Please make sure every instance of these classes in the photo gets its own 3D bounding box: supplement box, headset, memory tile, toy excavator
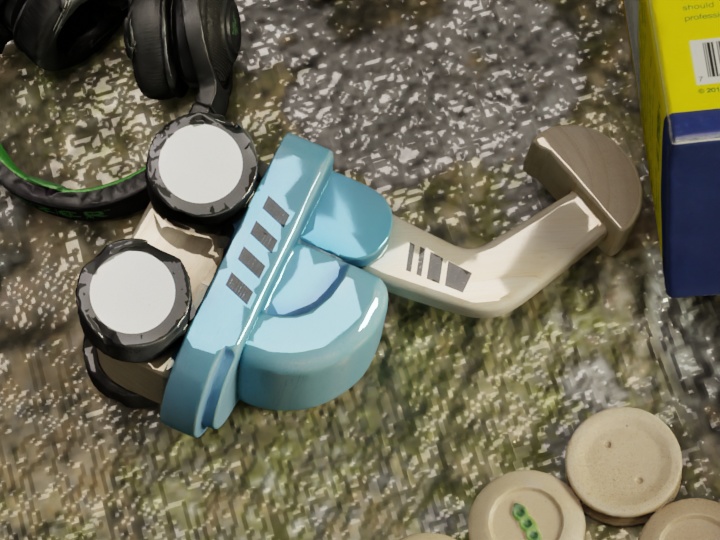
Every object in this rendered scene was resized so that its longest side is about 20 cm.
[{"bbox_3d":[0.173,-0.103,1.026,0.109,0.109,0.200,-6,54,3],"label":"supplement box"},{"bbox_3d":[-0.113,-0.124,1.093,0.123,0.094,0.200,17,78,14],"label":"headset"},{"bbox_3d":[0.108,0.164,0.971,0.153,0.017,0.200,-30,64,-8],"label":"memory tile"},{"bbox_3d":[0.000,0.000,1.031,0.200,0.100,0.195,25,71,3],"label":"toy excavator"}]
